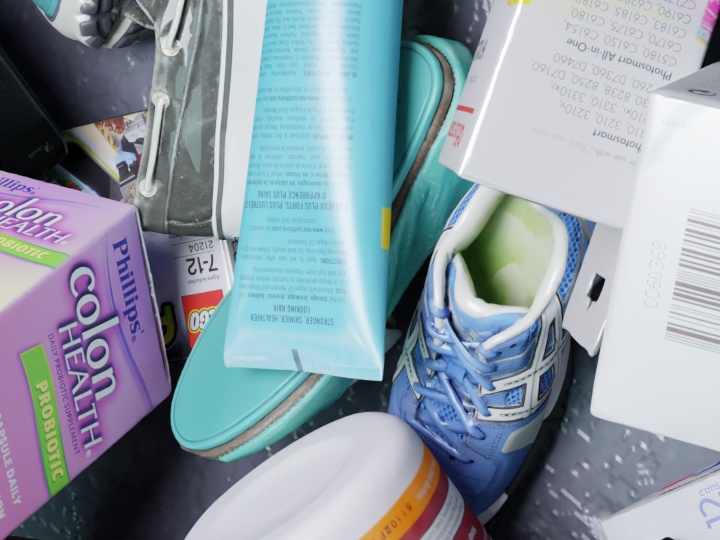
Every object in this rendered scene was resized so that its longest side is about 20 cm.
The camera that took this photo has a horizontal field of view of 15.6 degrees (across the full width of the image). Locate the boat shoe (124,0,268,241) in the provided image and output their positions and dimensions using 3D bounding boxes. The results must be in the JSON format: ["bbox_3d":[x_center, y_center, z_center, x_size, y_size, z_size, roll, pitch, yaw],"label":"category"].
[{"bbox_3d":[-0.064,-0.112,1.060,0.064,0.071,0.200,3,93,2],"label":"boat shoe"}]

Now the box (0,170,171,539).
[{"bbox_3d":[-0.210,0.043,1.059,0.176,0.200,0.097,14,129,32],"label":"box"}]

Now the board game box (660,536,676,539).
[{"bbox_3d":[0.175,0.194,0.929,0.200,0.028,0.135,21,104,23],"label":"board game box"}]

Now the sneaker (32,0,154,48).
[{"bbox_3d":[-0.100,-0.191,1.096,0.080,0.077,0.200,38,117,32],"label":"sneaker"}]

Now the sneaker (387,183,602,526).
[{"bbox_3d":[0.046,0.023,1.034,0.076,0.077,0.200,30,116,23],"label":"sneaker"}]

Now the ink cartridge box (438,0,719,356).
[{"bbox_3d":[0.078,-0.079,0.904,0.068,0.115,0.200,18,93,-2],"label":"ink cartridge box"}]

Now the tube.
[{"bbox_3d":[-0.014,-0.060,1.010,0.077,0.050,0.200,2,85,43],"label":"tube"}]

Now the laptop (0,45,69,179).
[{"bbox_3d":[-0.210,-0.120,1.178,0.177,0.103,0.200,-29,46,39],"label":"laptop"}]

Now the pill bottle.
[{"bbox_3d":[0.025,0.164,1.025,0.113,0.113,0.200,-26,106,33],"label":"pill bottle"}]

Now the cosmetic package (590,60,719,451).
[{"bbox_3d":[0.152,-0.014,0.883,0.081,0.200,0.113,16,109,21],"label":"cosmetic package"}]

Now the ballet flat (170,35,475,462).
[{"bbox_3d":[0.000,0.000,1.058,0.067,0.070,0.200,43,108,40],"label":"ballet flat"}]

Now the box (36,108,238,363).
[{"bbox_3d":[-0.129,-0.007,1.165,0.200,0.035,0.110,-11,91,33],"label":"box"}]

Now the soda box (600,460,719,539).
[{"bbox_3d":[0.169,0.167,0.986,0.063,0.068,0.200,-28,84,33],"label":"soda box"}]

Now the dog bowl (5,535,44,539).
[{"bbox_3d":[-0.118,0.154,1.100,0.200,0.200,0.074,7,85,32],"label":"dog bowl"}]
